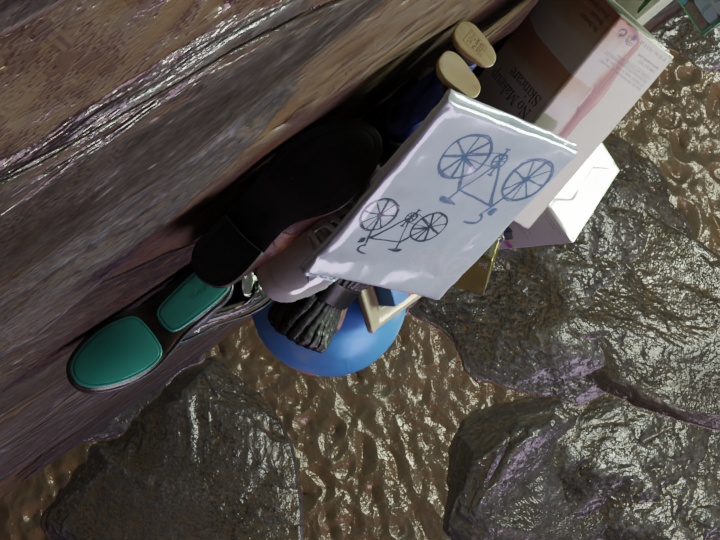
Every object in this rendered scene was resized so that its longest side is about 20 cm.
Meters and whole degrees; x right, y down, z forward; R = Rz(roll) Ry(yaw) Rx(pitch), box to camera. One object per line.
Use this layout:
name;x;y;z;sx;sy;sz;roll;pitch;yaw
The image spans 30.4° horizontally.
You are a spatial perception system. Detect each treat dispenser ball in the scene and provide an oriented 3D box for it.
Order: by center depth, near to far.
treat dispenser ball;-0.040;0.031;1.651;0.200;0.202;0.201;-35;179;-1

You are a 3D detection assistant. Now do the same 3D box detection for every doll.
doll;0.035;-0.132;1.116;0.199;0.048;0.137;-35;-159;49

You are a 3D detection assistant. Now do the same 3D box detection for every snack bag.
snack bag;0.067;-0.053;1.100;0.187;0.022;0.200;11;129;-47

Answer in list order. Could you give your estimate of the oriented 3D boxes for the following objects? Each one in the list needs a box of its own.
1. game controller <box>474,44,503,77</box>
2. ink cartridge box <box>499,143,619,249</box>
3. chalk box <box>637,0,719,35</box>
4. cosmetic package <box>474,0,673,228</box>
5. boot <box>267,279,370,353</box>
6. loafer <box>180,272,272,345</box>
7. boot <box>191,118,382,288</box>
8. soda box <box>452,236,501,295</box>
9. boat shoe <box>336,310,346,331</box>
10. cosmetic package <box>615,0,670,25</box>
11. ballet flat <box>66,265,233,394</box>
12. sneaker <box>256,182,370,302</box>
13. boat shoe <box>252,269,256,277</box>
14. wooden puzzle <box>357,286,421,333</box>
game controller;0.198;-0.194;1.415;0.198;0.042;0.106;-7;124;-31
ink cartridge box;0.173;-0.086;1.465;0.199;0.068;0.118;-4;-138;53
chalk box;0.306;-0.285;1.085;0.199;0.125;0.124;-34;180;-5
cosmetic package;0.166;-0.153;1.176;0.087;0.104;0.201;23;113;-39
boot;-0.002;-0.001;1.312;0.210;0.079;0.159;6;113;-59
loafer;-0.150;0.021;1.507;0.199;0.072;0.063;-33;172;-21
boot;-0.064;-0.055;1.129;0.189;0.068;0.200;-47;-175;0
soda box;0.123;-0.082;1.302;0.068;0.063;0.202;96;12;-60
boat shoe;-0.019;-0.027;1.448;0.072;0.067;0.202;7;-107;64
cosmetic package;0.253;-0.269;1.292;0.103;0.074;0.200;-34;179;-33
ballet flat;-0.214;0.062;1.352;0.199;0.073;0.073;-37;180;-20
sneaker;-0.007;-0.045;1.162;0.199;0.077;0.080;-38;-174;-11
boat shoe;-0.092;-0.027;1.354;0.090;0.071;0.200;-33;170;-33
wooden puzzle;0.051;-0.050;1.569;0.046;0.188;0.199;0;-155;41
